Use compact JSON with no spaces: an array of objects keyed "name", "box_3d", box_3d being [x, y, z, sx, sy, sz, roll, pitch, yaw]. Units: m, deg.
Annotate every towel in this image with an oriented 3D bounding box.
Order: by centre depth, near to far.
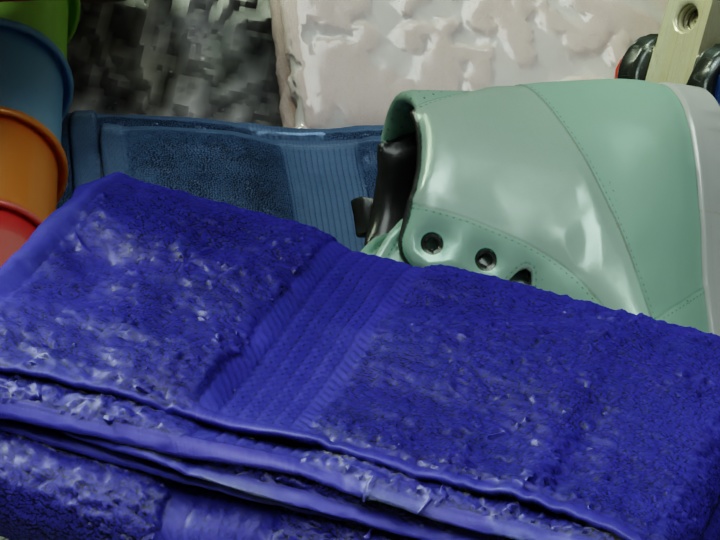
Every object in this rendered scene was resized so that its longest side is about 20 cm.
[{"name":"towel","box_3d":[0.000,0.033,0.723,0.199,0.050,0.148,15,34,12]},{"name":"towel","box_3d":[0.000,0.000,0.900,0.199,0.049,0.112,4,46,-10]},{"name":"towel","box_3d":[0.060,-0.127,1.002,0.199,0.032,0.192,-3,73,-16]}]

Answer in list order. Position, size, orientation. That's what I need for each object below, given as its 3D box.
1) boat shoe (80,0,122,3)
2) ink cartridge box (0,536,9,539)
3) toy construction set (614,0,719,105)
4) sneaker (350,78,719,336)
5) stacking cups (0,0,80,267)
[{"name":"boat shoe","box_3d":[-0.153,-0.133,0.987,0.199,0.071,0.065,12,25,4]},{"name":"ink cartridge box","box_3d":[-0.046,0.110,0.752,0.200,0.084,0.145,-29,59,-35]},{"name":"toy construction set","box_3d":[0.159,-0.083,0.960,0.131,0.092,0.201,16,75,-38]},{"name":"sneaker","box_3d":[0.051,0.040,0.823,0.118,0.074,0.201,2,68,-19]},{"name":"stacking cups","box_3d":[-0.108,-0.045,0.870,0.060,0.061,0.200,3,42,-11]}]
